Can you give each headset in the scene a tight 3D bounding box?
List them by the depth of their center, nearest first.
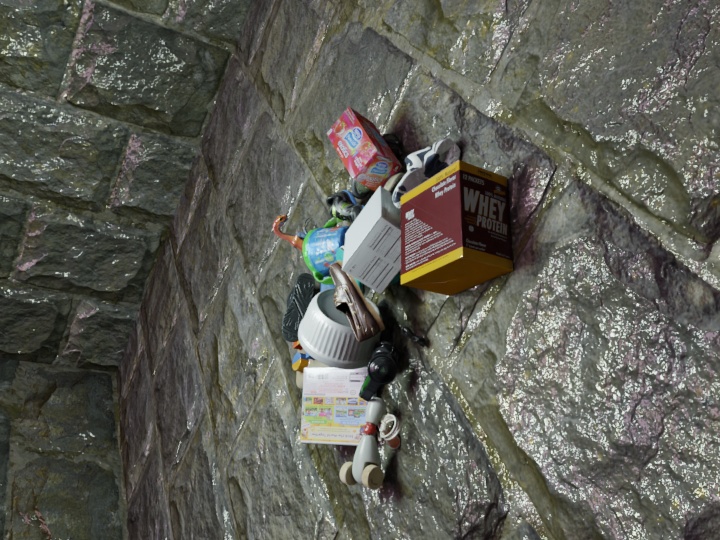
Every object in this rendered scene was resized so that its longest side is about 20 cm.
[{"bbox_3d":[0.066,0.212,1.501,0.201,0.093,0.124,-61,1,23],"label":"headset"}]

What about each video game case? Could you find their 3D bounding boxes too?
[{"bbox_3d":[-0.053,0.325,1.616,0.198,0.023,0.184,-5,76,27],"label":"video game case"}]

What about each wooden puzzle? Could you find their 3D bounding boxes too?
[{"bbox_3d":[-0.143,0.210,1.889,0.185,0.046,0.202,-39,47,46],"label":"wooden puzzle"}]

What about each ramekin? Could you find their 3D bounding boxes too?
[{"bbox_3d":[-0.042,0.129,1.586,0.201,0.198,0.106,-121,41,-50],"label":"ramekin"}]

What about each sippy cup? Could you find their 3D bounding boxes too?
[{"bbox_3d":[-0.064,-0.059,1.795,0.130,0.139,0.179,-13,92,46],"label":"sippy cup"}]

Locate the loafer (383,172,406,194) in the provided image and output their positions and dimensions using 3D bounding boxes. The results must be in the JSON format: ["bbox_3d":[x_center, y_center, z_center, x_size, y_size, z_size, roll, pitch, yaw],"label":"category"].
[{"bbox_3d":[0.062,-0.154,1.660,0.068,0.075,0.201,46,119,49],"label":"loafer"}]

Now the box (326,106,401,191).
[{"bbox_3d":[0.007,-0.302,1.671,0.095,0.099,0.201,-45,47,21],"label":"box"}]

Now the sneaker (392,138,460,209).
[{"bbox_3d":[0.130,-0.214,1.530,0.200,0.079,0.129,-55,16,-11],"label":"sneaker"}]

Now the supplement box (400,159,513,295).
[{"bbox_3d":[0.190,-0.079,1.360,0.197,0.132,0.202,-28,56,52],"label":"supplement box"}]

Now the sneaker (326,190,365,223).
[{"bbox_3d":[-0.035,-0.148,1.747,0.200,0.082,0.071,-129,30,-53],"label":"sneaker"}]

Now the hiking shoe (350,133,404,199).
[{"bbox_3d":[0.039,-0.255,1.739,0.201,0.075,0.101,-56,33,30],"label":"hiking shoe"}]

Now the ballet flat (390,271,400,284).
[{"bbox_3d":[0.105,-0.013,1.550,0.200,0.069,0.070,-15,65,60],"label":"ballet flat"}]

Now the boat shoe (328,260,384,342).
[{"bbox_3d":[-0.025,0.067,1.494,0.201,0.070,0.071,56,167,27],"label":"boat shoe"}]

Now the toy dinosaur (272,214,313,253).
[{"bbox_3d":[-0.157,-0.088,1.897,0.106,0.180,0.200,-63,34,21],"label":"toy dinosaur"}]

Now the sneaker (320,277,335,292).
[{"bbox_3d":[-0.091,0.095,1.806,0.079,0.089,0.201,-45,42,41],"label":"sneaker"}]

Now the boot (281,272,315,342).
[{"bbox_3d":[-0.177,0.116,1.899,0.168,0.076,0.202,121,161,-72],"label":"boot"}]

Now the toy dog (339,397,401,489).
[{"bbox_3d":[0.036,0.397,1.490,0.132,0.096,0.201,29,90,50],"label":"toy dog"}]

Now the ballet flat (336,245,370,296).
[{"bbox_3d":[0.000,0.000,1.637,0.070,0.069,0.200,-63,31,21],"label":"ballet flat"}]

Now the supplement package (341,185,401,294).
[{"bbox_3d":[0.046,-0.074,1.539,0.156,0.110,0.200,-53,15,22],"label":"supplement package"}]
